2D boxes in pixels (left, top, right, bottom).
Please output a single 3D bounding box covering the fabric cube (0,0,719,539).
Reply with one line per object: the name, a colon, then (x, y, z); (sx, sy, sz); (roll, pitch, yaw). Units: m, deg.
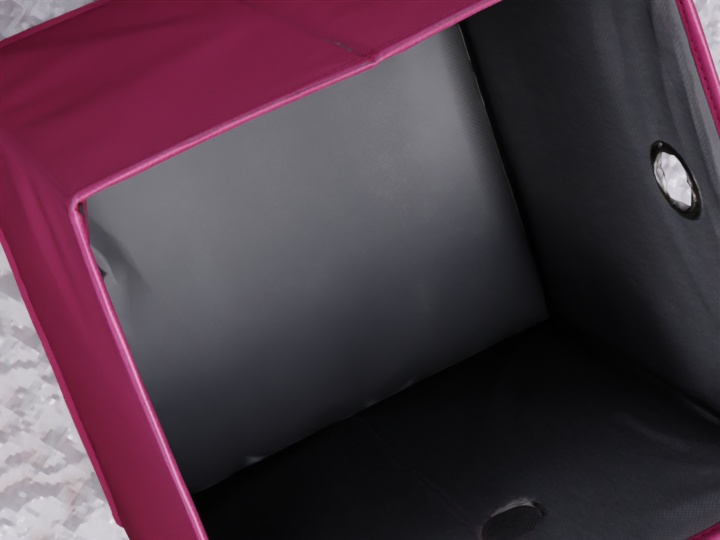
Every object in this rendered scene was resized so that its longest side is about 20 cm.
fabric cube: (0.000, 0.000, 0.717); (0.199, 0.199, 0.198); (-26, 112, -13)
